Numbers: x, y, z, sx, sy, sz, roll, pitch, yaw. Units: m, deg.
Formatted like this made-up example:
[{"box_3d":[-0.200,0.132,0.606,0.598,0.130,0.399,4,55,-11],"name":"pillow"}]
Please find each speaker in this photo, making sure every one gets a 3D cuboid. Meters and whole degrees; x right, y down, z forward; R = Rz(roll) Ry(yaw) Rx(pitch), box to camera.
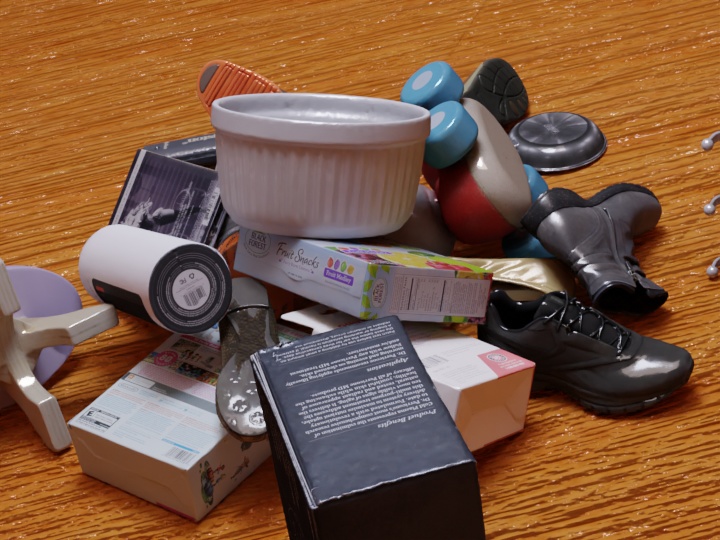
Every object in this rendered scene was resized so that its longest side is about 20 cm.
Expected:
[{"box_3d":[-0.188,0.005,1.563,0.081,0.082,0.200,-25,17,-22],"name":"speaker"}]

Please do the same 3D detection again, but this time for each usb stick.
[{"box_3d":[-0.155,-0.139,1.962,0.198,0.033,0.056,-11,33,1],"name":"usb stick"}]

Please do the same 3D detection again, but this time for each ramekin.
[{"box_3d":[-0.037,-0.096,1.558,0.198,0.106,0.200,3,13,-1],"name":"ramekin"}]

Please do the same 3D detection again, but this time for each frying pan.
[{"box_3d":[0.172,-0.138,1.874,0.188,0.031,0.115,-4,31,4],"name":"frying pan"}]

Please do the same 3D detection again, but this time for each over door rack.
[{"box_3d":[0.373,-0.024,1.523,0.066,0.149,0.200,-24,34,-24],"name":"over door rack"}]

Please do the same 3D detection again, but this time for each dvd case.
[{"box_3d":[-0.198,-0.037,1.706,0.016,0.150,0.200,22,-2,-35],"name":"dvd case"}]

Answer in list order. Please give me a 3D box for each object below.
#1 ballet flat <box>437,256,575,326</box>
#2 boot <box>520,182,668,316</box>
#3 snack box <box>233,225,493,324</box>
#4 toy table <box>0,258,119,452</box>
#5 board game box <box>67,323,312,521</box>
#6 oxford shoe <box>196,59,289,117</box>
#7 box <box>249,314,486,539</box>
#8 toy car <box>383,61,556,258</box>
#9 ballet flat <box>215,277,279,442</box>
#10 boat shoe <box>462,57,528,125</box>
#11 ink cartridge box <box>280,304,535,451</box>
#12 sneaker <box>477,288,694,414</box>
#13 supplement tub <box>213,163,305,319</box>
[{"box_3d":[0.100,0.021,1.613,0.198,0.069,0.063,-4,47,13],"name":"ballet flat"},{"box_3d":[0.244,-0.012,1.618,0.199,0.070,0.132,-8,52,-46],"name":"boot"},{"box_3d":[0.000,0.000,1.533,0.141,0.053,0.199,5,9,-38],"name":"snack box"},{"box_3d":[-0.325,0.073,1.573,0.200,0.185,0.117,-39,24,-24],"name":"toy table"},{"box_3d":[-0.136,0.120,1.529,0.147,0.065,0.200,17,43,35],"name":"board game box"},{"box_3d":[-0.074,-0.137,1.698,0.200,0.071,0.073,37,14,5],"name":"oxford shoe"},{"box_3d":[0.011,0.175,1.270,0.123,0.201,0.197,-14,33,-7],"name":"box"},{"box_3d":[0.064,-0.062,1.698,0.199,0.184,0.177,-35,29,15],"name":"toy car"},{"box_3d":[-0.095,0.082,1.486,0.067,0.047,0.201,-4,38,-7],"name":"ballet flat"},{"box_3d":[0.119,-0.175,1.899,0.074,0.076,0.200,-26,7,34],"name":"boat shoe"},{"box_3d":[0.034,0.087,1.483,0.199,0.068,0.116,22,21,35],"name":"ink cartridge box"},{"box_3d":[0.188,0.065,1.494,0.198,0.091,0.076,5,33,21],"name":"sneaker"},{"box_3d":[-0.093,-0.045,1.714,0.121,0.123,0.201,-7,32,6],"name":"supplement tub"}]
